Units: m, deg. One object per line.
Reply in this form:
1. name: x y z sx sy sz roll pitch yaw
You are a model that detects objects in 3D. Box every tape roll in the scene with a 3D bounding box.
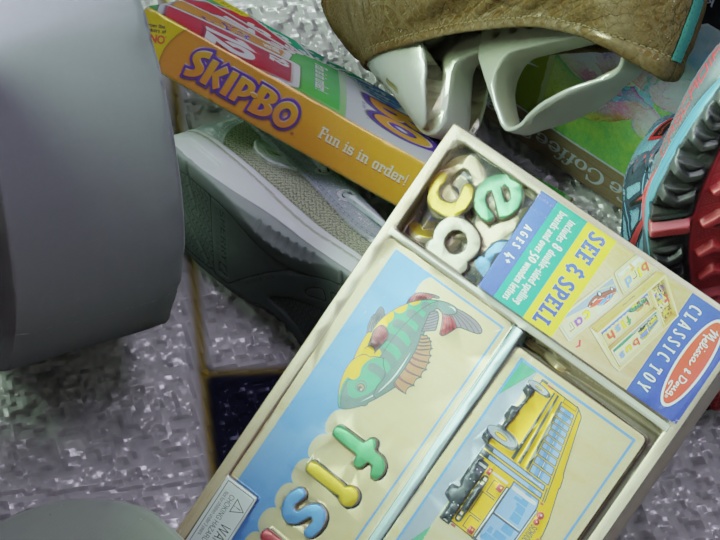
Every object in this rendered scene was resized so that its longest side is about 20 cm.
1. tape roll: -0.132 -0.067 0.816 0.066 0.201 0.201 -17 57 -20

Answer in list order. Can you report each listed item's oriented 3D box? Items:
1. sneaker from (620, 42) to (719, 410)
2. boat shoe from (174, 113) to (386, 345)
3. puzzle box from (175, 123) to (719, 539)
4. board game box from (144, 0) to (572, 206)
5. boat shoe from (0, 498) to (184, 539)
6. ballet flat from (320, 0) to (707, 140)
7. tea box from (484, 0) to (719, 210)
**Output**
1. sneaker: 0.127 -0.031 0.827 0.079 0.200 0.096 -10 53 -12
2. boat shoe: -0.001 0.001 0.866 0.065 0.075 0.202 -33 55 -30
3. puzzle box: 0.032 0.066 0.778 0.133 0.025 0.200 35 94 18
4. board game box: 0.006 -0.054 0.892 0.200 0.030 0.096 32 15 5
5. boat shoe: -0.058 0.139 0.747 0.200 0.072 0.070 16 45 38
6. ballet flat: 0.055 -0.089 0.862 0.068 0.200 0.073 8 83 -45
7. tea box: 0.108 -0.160 0.922 0.200 0.197 0.134 35 56 19
